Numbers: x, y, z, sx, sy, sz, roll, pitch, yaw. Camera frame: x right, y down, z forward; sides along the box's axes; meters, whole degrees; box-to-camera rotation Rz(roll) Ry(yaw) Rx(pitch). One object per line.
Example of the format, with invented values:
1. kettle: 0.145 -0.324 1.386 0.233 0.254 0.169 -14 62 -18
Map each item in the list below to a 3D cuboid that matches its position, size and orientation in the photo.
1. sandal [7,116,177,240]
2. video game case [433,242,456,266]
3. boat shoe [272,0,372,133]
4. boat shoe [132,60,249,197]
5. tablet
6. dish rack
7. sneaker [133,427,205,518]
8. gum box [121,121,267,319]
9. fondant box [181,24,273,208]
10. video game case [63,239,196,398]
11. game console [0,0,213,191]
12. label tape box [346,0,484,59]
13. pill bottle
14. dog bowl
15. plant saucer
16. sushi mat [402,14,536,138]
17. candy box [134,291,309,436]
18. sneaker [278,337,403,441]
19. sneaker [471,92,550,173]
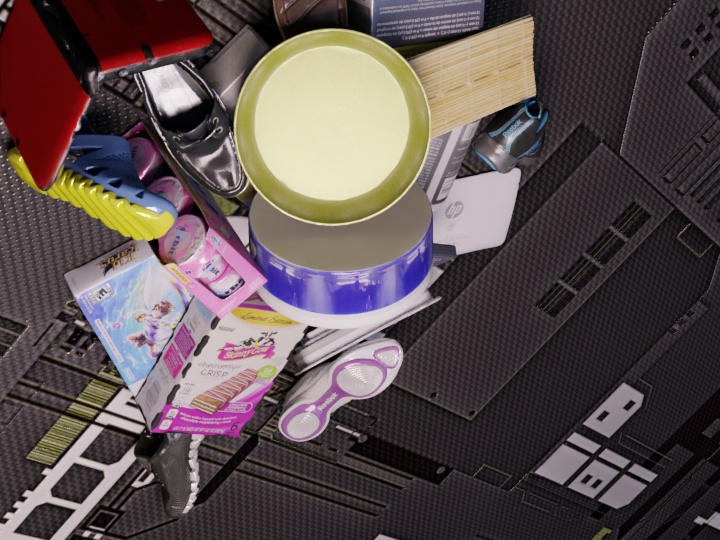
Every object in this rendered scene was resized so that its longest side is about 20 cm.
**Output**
1. sandal: -0.255 -0.099 1.207 0.087 0.200 0.080 -53 155 -19
2. video game case: 0.000 0.000 1.501 0.142 0.019 0.200 5 159 -38
3. boat shoe: -0.046 -0.241 1.275 0.074 0.075 0.203 -16 105 -5
4. boat shoe: -0.171 -0.155 1.220 0.074 0.066 0.200 -24 108 1
5. tablet: 0.117 -0.066 1.613 0.199 0.014 0.131 -14 134 -26
6. dish rack: -0.001 0.070 1.584 0.199 0.044 0.172 -28 178 -10
7. sneaker: -0.255 0.245 1.602 0.090 0.067 0.201 -6 126 -27
8. gum box: -0.184 -0.050 1.271 0.066 0.200 0.114 -39 141 3
9. fondant box: -0.107 -0.152 1.343 0.144 0.058 0.200 -43 138 6
10. video game case: -0.225 0.038 1.444 0.181 0.045 0.200 -30 138 -10
11. game console: -0.240 -0.189 1.106 0.172 0.200 0.119 -18 137 -21
12. label tape box: 0.058 -0.287 1.299 0.143 0.066 0.201 -13 121 -27
13. pill bottle: 0.061 -0.137 1.430 0.115 0.116 0.201 -1 128 -34
14. dog bowl: -0.021 -0.033 1.317 0.199 0.200 0.079 -19 135 -20
15. plant saucer: -0.028 -0.146 1.245 0.199 0.031 0.201 -1 108 -4
16. sushi mat: 0.118 -0.206 1.323 0.200 0.012 0.096 -25 125 -32
17. candy box: -0.163 0.107 1.470 0.136 0.061 0.200 10 121 -41
18. sneaker: -0.032 0.140 1.632 0.200 0.100 0.075 -35 114 17
19. sneaker: 0.199 -0.171 1.463 0.082 0.073 0.200 -46 180 25
